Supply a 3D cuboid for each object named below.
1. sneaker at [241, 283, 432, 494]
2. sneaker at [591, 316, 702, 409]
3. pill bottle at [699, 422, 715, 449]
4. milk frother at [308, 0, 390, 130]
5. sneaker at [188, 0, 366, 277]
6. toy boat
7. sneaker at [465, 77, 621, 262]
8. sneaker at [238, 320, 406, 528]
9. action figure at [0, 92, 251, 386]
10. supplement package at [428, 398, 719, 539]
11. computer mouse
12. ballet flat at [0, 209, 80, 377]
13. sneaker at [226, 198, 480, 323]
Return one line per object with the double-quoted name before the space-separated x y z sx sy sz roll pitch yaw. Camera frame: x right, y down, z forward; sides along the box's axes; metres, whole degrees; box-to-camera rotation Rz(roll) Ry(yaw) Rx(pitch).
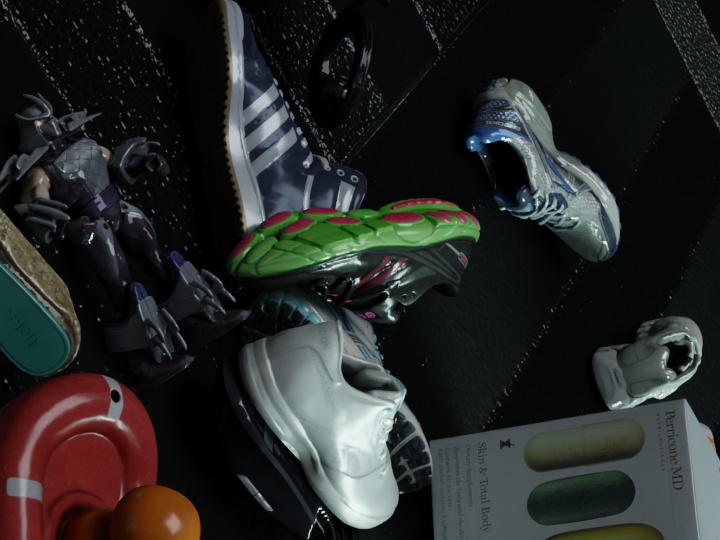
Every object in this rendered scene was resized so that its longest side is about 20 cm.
"sneaker" -0.002 0.076 1.405 0.201 0.077 0.087 55 32 -22
"sneaker" 0.295 0.083 1.836 0.200 0.081 0.076 -22 90 -59
"pill bottle" 0.270 0.242 1.682 0.113 0.112 0.202 17 59 -51
"milk frother" -0.066 -0.229 1.420 0.186 0.181 0.202 15 80 -5
"sneaker" -0.059 -0.096 1.387 0.107 0.070 0.202 -2 80 -28
"toy boat" -0.146 0.155 1.098 0.130 0.130 0.202 21 56 -50
"sneaker" 0.158 -0.073 1.738 0.200 0.077 0.085 49 48 -18
"sneaker" -0.003 0.106 1.313 0.200 0.088 0.076 54 13 -46
"action figure" -0.160 -0.030 1.238 0.201 0.069 0.130 58 43 -11
"supplement package" 0.170 0.205 1.442 0.151 0.198 0.153 49 34 -58
"computer mouse" -0.057 0.162 1.291 0.201 0.046 0.141 58 15 -33
"ballet flat" -0.238 -0.022 1.137 0.201 0.070 0.065 57 7 -23
"sneaker" 0.000 0.000 1.337 0.198 0.077 0.085 -5 110 -31
